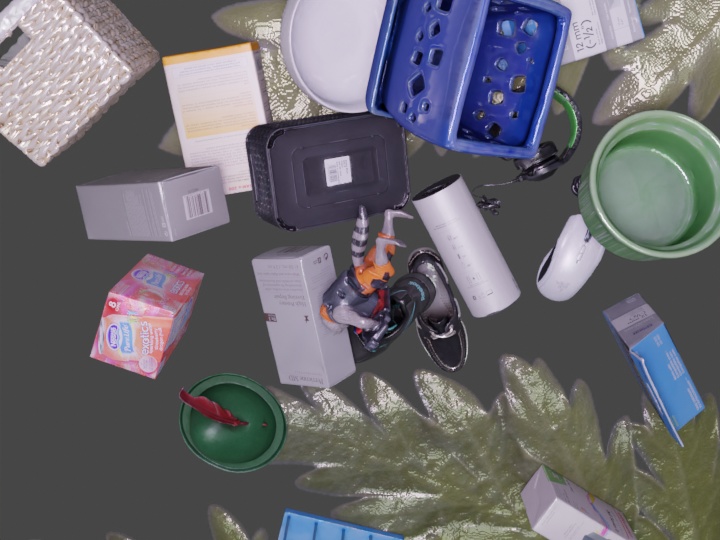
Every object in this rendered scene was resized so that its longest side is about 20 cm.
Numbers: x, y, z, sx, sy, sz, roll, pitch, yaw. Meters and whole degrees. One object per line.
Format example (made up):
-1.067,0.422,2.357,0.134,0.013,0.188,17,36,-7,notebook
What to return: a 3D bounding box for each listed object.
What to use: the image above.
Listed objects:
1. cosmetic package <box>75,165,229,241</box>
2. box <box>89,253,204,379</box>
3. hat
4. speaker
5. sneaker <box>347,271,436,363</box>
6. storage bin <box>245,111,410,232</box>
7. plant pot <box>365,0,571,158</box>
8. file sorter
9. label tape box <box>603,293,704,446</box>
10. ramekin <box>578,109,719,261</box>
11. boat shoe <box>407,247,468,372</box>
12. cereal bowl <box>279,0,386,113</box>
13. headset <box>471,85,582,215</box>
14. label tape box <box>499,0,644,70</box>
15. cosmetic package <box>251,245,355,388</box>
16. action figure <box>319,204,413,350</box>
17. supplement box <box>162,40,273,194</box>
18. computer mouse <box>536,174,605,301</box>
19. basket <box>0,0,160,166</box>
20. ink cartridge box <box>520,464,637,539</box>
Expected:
-0.286,-0.091,1.210,0.200,0.107,0.090,6,111,38,cosmetic package
-0.296,0.059,1.251,0.094,0.200,0.103,20,106,-4,box
-0.213,0.256,1.315,0.200,0.176,0.166,38,103,-9,hat
0.152,-0.036,1.273,0.081,0.081,0.200,-28,103,9,speaker
0.024,0.076,1.285,0.075,0.079,0.200,45,127,4,sneaker
-0.043,-0.139,1.203,0.199,0.094,0.136,-13,107,-23,storage bin
0.126,-0.262,1.126,0.180,0.200,0.201,25,107,40,plant pot
-0.044,0.490,1.406,0.199,0.123,0.139,14,105,-2,file sorter
0.419,0.134,1.242,0.066,0.200,0.144,-28,103,8,label tape box
0.395,-0.107,1.205,0.199,0.098,0.201,1,81,-4,ramekin
0.116,0.065,1.313,0.074,0.060,0.201,-11,105,4,boat shoe
-0.021,-0.314,1.181,0.200,0.083,0.201,-11,112,-27,cereal bowl
0.226,-0.167,1.227,0.123,0.094,0.200,36,92,-8,headset
0.262,-0.350,1.190,0.199,0.066,0.144,-18,104,5,label tape box
-0.082,0.067,1.294,0.101,0.074,0.201,-1,107,39,cosmetic package
0.000,0.000,1.208,0.104,0.200,0.194,23,116,-17,action figure
-0.189,-0.209,1.237,0.126,0.074,0.201,-8,105,3,supplement box
0.326,-0.040,1.285,0.109,0.044,0.200,22,105,-6,computer mouse
-0.397,-0.269,1.168,0.198,0.200,0.161,-41,106,12,basket
0.355,0.397,1.369,0.200,0.117,0.067,32,102,-7,ink cartridge box
